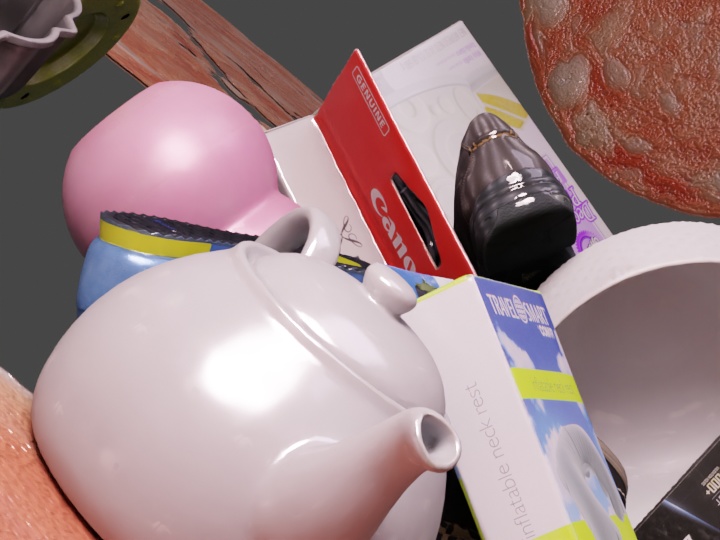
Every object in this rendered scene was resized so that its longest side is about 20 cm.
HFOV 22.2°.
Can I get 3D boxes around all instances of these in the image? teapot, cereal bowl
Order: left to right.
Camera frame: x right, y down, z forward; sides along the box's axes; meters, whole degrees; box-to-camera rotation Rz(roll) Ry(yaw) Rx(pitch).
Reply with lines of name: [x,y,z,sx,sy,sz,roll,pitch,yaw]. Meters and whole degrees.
teapot: [-0.032,0.056,0.782,0.200,0.146,0.197,43,7,22]
cereal bowl: [0.172,0.052,1.058,0.200,0.200,0.084,36,25,-29]

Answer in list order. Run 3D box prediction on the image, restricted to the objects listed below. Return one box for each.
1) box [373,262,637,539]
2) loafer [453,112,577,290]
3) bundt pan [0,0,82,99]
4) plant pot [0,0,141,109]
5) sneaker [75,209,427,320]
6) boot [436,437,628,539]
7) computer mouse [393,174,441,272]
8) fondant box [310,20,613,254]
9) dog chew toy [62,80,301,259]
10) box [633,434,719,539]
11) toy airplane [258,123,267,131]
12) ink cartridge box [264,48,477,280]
box: [0.078,0.084,0.861,0.122,0.047,0.202,13,54,-69]
loafer: [0.087,-0.020,1.067,0.200,0.072,0.073,92,-20,-64]
bundt pan: [-0.260,-0.162,1.029,0.201,0.076,0.202,30,24,-14]
plant pot: [-0.246,-0.217,1.196,0.194,0.200,0.200,54,10,9]
sneaker: [-0.055,0.022,0.950,0.199,0.079,0.066,8,7,-32]
boot: [0.068,0.132,0.954,0.199,0.073,0.151,29,31,-27]
computer mouse: [0.022,0.007,1.145,0.201,0.046,0.141,85,-14,-50]
fondant box: [0.072,-0.053,1.232,0.201,0.058,0.144,55,44,-1]
dog chew toy: [-0.077,-0.006,1.035,0.201,0.124,0.125,53,7,-2]
box: [0.188,0.177,0.975,0.086,0.200,0.164,45,8,24]
toy airplane: [-0.010,0.016,1.263,0.198,0.141,0.202,25,51,-28]
ink cartridge box: [0.000,0.000,1.070,0.201,0.044,0.176,63,-24,13]
